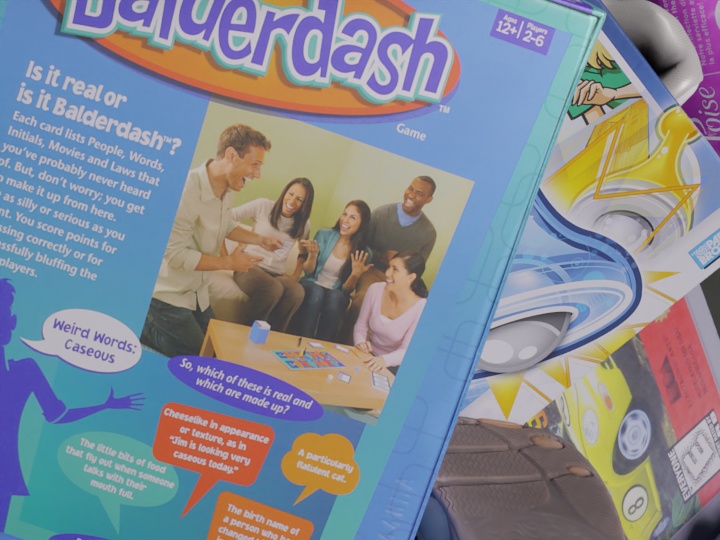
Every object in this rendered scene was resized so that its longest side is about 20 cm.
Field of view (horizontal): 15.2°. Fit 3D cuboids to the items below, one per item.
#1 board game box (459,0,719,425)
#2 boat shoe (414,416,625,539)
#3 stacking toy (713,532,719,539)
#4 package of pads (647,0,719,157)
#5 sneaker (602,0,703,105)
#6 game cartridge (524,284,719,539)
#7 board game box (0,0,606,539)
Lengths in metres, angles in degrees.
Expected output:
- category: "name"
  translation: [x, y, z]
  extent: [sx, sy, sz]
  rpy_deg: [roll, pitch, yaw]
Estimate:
- category: "board game box"
  translation: [0.000, 0.000, 0.761]
  extent: [0.200, 0.034, 0.135]
  rpy_deg: [-40, 122, 5]
- category: "boat shoe"
  translation: [0.046, 0.120, 0.703]
  extent: [0.075, 0.200, 0.072]
  rpy_deg: [14, 119, -16]
- category: "stacking toy"
  translation: [0.176, 0.091, 0.938]
  extent: [0.200, 0.085, 0.086]
  rpy_deg: [-39, 115, -45]
- category: "package of pads"
  translation: [0.155, -0.101, 0.922]
  extent: [0.200, 0.075, 0.121]
  rpy_deg: [-32, 110, -64]
- category: "sneaker"
  translation: [0.016, -0.065, 0.794]
  extent: [0.199, 0.099, 0.078]
  rpy_deg: [-4, 72, -36]
- category: "game cartridge"
  translation: [0.073, 0.054, 0.908]
  extent: [0.133, 0.041, 0.201]
  rpy_deg: [-36, 114, -34]
- category: "board game box"
  translation: [-0.042, 0.001, 0.694]
  extent: [0.151, 0.045, 0.201]
  rpy_deg: [19, 99, -6]
